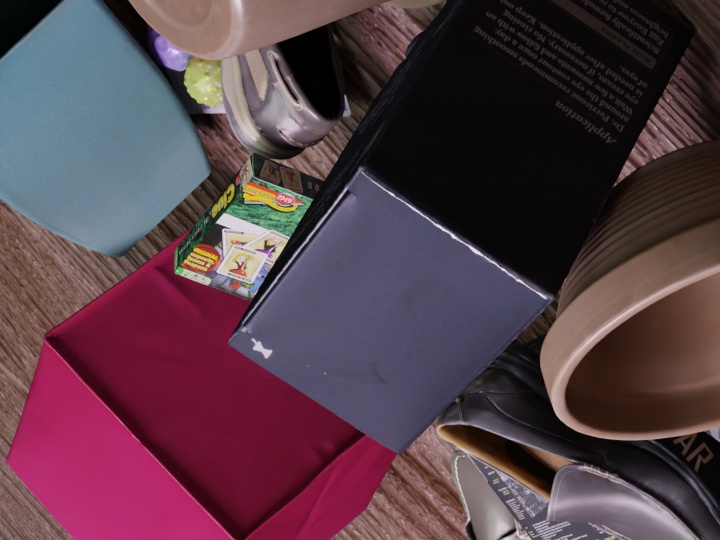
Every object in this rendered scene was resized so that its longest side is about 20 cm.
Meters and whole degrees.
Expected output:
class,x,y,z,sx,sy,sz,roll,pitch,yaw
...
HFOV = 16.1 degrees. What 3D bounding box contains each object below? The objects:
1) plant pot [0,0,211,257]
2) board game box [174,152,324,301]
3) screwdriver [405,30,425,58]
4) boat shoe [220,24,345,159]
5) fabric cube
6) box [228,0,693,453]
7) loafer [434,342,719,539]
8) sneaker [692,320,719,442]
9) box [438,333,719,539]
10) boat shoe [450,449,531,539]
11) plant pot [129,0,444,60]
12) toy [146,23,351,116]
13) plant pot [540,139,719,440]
class,x,y,z,sx,sy,sz,roll,pitch,yaw
plant pot,-0.201,-0.109,1.673,0.200,0.141,0.141,47,180,-42
board game box,0.000,0.000,1.521,0.200,0.023,0.105,21,135,-21
screwdriver,0.101,-0.065,1.443,0.200,0.029,0.028,46,151,13
boat shoe,-0.048,-0.167,1.481,0.073,0.074,0.200,-14,93,43
fabric cube,-0.099,0.104,1.752,0.196,0.200,0.199,46,149,13
box,0.050,-0.042,1.321,0.117,0.200,0.197,34,145,-4
loafer,0.132,0.125,1.475,0.200,0.072,0.073,34,146,28
sneaker,0.226,0.075,1.390,0.200,0.071,0.083,52,166,3
box,0.145,0.114,1.565,0.160,0.044,0.200,53,152,-2
boat shoe,0.108,0.196,1.694,0.072,0.060,0.202,4,126,54
plant pot,-0.040,-0.202,1.340,0.200,0.175,0.200,35,146,28
toy,-0.093,-0.144,1.611,0.200,0.047,0.115,3,119,52
plant pot,0.177,-0.002,1.267,0.201,0.201,0.093,111,145,-58
